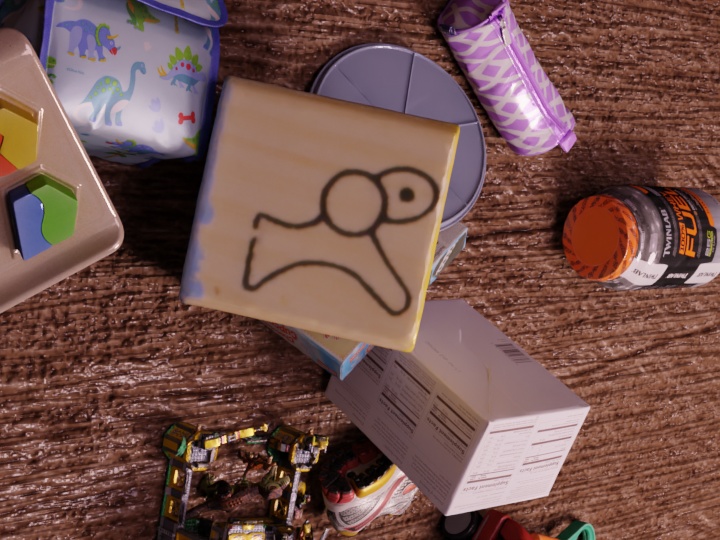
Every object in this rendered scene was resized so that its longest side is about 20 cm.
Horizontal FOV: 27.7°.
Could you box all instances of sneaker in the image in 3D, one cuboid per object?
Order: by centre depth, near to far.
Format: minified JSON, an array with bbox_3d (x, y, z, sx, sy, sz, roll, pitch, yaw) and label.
[{"bbox_3d":[0.035,0.207,1.535,0.199,0.078,0.083,-26,130,-34],"label":"sneaker"}]

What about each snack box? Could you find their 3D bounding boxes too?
[{"bbox_3d":[0.000,0.000,1.417,0.200,0.116,0.037,-46,159,-26],"label":"snack box"}]

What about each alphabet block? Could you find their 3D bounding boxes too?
[{"bbox_3d":[-0.034,-0.047,1.265,0.198,0.196,0.197,13,92,-1],"label":"alphabet block"}]

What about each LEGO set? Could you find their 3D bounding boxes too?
[{"bbox_3d":[-0.093,0.219,1.373,0.199,0.115,0.155,19,86,-44],"label":"LEGO set"}]

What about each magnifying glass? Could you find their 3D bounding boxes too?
[{"bbox_3d":[0.241,0.335,1.749,0.200,0.022,0.080,27,76,-58],"label":"magnifying glass"}]

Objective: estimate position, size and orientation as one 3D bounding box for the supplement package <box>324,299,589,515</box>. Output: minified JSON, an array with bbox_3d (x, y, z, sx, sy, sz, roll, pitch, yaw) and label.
[{"bbox_3d":[0.094,0.130,1.450,0.155,0.200,0.112,-1,123,-43],"label":"supplement package"}]

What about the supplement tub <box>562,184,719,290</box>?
[{"bbox_3d":[0.337,-0.039,1.723,0.199,0.122,0.124,-2,101,-43],"label":"supplement tub"}]

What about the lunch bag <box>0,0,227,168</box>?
[{"bbox_3d":[-0.203,-0.199,1.181,0.169,0.127,0.202,15,78,-42],"label":"lunch bag"}]

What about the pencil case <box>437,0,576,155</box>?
[{"bbox_3d":[0.157,-0.211,1.540,0.084,0.085,0.200,-55,131,-21],"label":"pencil case"}]

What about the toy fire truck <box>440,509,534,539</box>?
[{"bbox_3d":[0.146,0.354,1.574,0.177,0.199,0.129,-56,131,-18],"label":"toy fire truck"}]

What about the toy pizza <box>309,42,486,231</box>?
[{"bbox_3d":[0.034,-0.127,1.433,0.198,0.032,0.202,10,68,-25],"label":"toy pizza"}]

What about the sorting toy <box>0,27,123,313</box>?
[{"bbox_3d":[-0.288,-0.053,1.077,0.184,0.037,0.201,-29,128,-9],"label":"sorting toy"}]
